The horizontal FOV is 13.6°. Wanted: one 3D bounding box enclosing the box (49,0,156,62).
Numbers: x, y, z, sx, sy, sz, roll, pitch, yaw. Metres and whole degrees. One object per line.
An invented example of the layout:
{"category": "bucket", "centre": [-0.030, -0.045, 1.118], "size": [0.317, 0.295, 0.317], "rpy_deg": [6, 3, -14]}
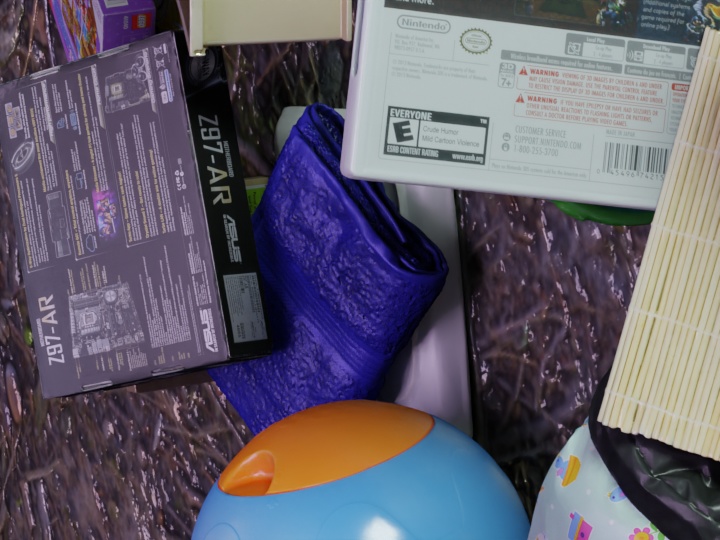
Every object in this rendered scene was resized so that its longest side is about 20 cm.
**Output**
{"category": "box", "centre": [-0.181, -0.196, 2.040], "size": [0.137, 0.039, 0.201], "rpy_deg": [99, 157, -50]}

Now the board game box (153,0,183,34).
{"category": "board game box", "centre": [-0.116, -0.252, 1.968], "size": [0.135, 0.034, 0.201], "rpy_deg": [-20, 81, 60]}

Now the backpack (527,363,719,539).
{"category": "backpack", "centre": [0.154, 0.149, 1.509], "size": [0.167, 0.126, 0.201], "rpy_deg": [53, 143, 35]}

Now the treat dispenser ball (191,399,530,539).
{"category": "treat dispenser ball", "centre": [0.001, 0.174, 1.707], "size": [0.201, 0.200, 0.202], "rpy_deg": [24, 118, 56]}

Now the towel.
{"category": "towel", "centre": [-0.033, 0.019, 1.806], "size": [0.148, 0.049, 0.200], "rpy_deg": [55, 136, 30]}

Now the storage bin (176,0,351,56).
{"category": "storage bin", "centre": [-0.060, -0.242, 1.738], "size": [0.200, 0.093, 0.200], "rpy_deg": [-109, 18, -73]}

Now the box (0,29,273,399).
{"category": "box", "centre": [-0.141, -0.032, 1.832], "size": [0.160, 0.043, 0.201], "rpy_deg": [-14, 85, 39]}

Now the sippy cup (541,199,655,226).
{"category": "sippy cup", "centre": [0.113, -0.088, 1.525], "size": [0.130, 0.139, 0.179], "rpy_deg": [176, 95, -72]}

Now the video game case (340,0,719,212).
{"category": "video game case", "centre": [0.095, -0.125, 1.433], "size": [0.023, 0.199, 0.183], "rpy_deg": [-168, 84, -72]}

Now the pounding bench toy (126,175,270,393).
{"category": "pounding bench toy", "centre": [-0.133, -0.034, 1.967], "size": [0.156, 0.124, 0.201], "rpy_deg": [9, 105, 60]}

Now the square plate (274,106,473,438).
{"category": "square plate", "centre": [0.000, 0.000, 1.839], "size": [0.200, 0.028, 0.199], "rpy_deg": [5, 103, 60]}

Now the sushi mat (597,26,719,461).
{"category": "sushi mat", "centre": [0.180, -0.010, 1.420], "size": [0.095, 0.012, 0.201], "rpy_deg": [16, 90, 27]}
